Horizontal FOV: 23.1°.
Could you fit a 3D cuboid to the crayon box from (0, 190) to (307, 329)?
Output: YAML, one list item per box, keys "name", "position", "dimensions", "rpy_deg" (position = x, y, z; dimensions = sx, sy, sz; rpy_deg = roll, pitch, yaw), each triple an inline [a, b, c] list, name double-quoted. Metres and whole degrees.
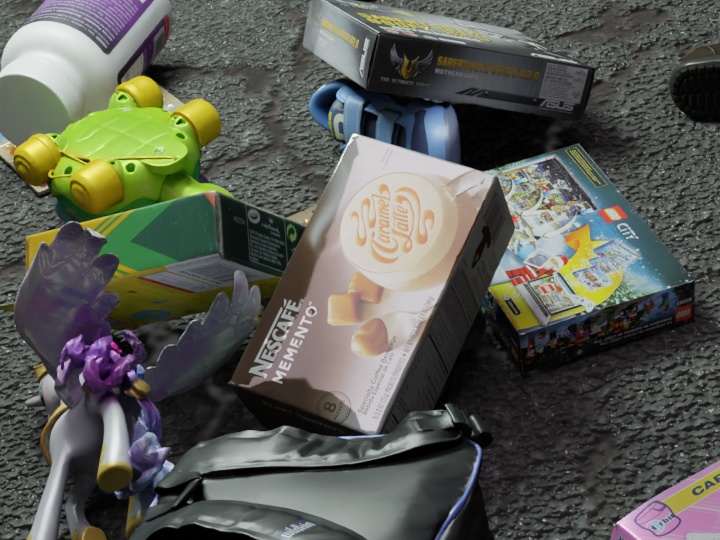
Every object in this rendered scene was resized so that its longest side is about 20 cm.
- name: "crayon box"
  position: [-0.149, -0.003, 1.264]
  dimensions: [0.199, 0.127, 0.051]
  rpy_deg: [-12, 74, 27]

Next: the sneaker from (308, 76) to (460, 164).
- name: "sneaker"
  position: [0.022, -0.113, 1.441]
  dimensions: [0.082, 0.074, 0.200]
  rpy_deg: [-4, 20, -22]

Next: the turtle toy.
- name: "turtle toy"
  position: [-0.175, -0.070, 1.424]
  dimensions: [0.200, 0.101, 0.146]
  rpy_deg: [25, 48, 39]

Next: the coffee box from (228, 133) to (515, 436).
- name: "coffee box"
  position: [0.011, 0.022, 1.188]
  dimensions: [0.114, 0.080, 0.201]
  rpy_deg: [19, 70, 23]

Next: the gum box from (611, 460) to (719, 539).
- name: "gum box"
  position: [0.254, 0.159, 1.025]
  dimensions: [0.199, 0.066, 0.113]
  rpy_deg: [-26, 39, -21]

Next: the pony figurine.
- name: "pony figurine"
  position: [-0.167, 0.085, 1.154]
  dimensions: [0.166, 0.193, 0.200]
  rpy_deg: [24, 32, -30]

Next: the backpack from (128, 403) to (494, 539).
- name: "backpack"
  position: [-0.032, 0.172, 1.010]
  dimensions: [0.190, 0.155, 0.200]
  rpy_deg: [8, 27, 20]

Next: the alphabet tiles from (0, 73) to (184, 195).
- name: "alphabet tiles"
  position: [-0.246, -0.130, 1.607]
  dimensions: [0.166, 0.006, 0.200]
  rpy_deg: [-26, 38, -22]

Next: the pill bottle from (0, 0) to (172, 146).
- name: "pill bottle"
  position: [-0.257, -0.194, 1.597]
  dimensions: [0.111, 0.112, 0.200]
  rpy_deg: [4, 37, 19]

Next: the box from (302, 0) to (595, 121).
- name: "box"
  position: [0.071, -0.178, 1.462]
  dimensions: [0.199, 0.049, 0.158]
  rpy_deg: [7, 17, -23]

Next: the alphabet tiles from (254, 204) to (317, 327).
- name: "alphabet tiles"
  position: [-0.007, -0.009, 1.379]
  dimensions: [0.199, 0.008, 0.167]
  rpy_deg: [-25, 38, -18]

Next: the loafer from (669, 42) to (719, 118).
- name: "loafer"
  position: [0.357, -0.172, 1.450]
  dimensions: [0.199, 0.073, 0.071]
  rpy_deg: [2, 39, 17]

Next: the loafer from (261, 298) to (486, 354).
- name: "loafer"
  position: [0.000, 0.000, 1.294]
  dimensions: [0.199, 0.071, 0.073]
  rpy_deg: [14, 45, 23]

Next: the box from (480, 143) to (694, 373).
- name: "box"
  position: [0.143, -0.014, 1.311]
  dimensions: [0.136, 0.038, 0.200]
  rpy_deg: [-16, 38, -11]
